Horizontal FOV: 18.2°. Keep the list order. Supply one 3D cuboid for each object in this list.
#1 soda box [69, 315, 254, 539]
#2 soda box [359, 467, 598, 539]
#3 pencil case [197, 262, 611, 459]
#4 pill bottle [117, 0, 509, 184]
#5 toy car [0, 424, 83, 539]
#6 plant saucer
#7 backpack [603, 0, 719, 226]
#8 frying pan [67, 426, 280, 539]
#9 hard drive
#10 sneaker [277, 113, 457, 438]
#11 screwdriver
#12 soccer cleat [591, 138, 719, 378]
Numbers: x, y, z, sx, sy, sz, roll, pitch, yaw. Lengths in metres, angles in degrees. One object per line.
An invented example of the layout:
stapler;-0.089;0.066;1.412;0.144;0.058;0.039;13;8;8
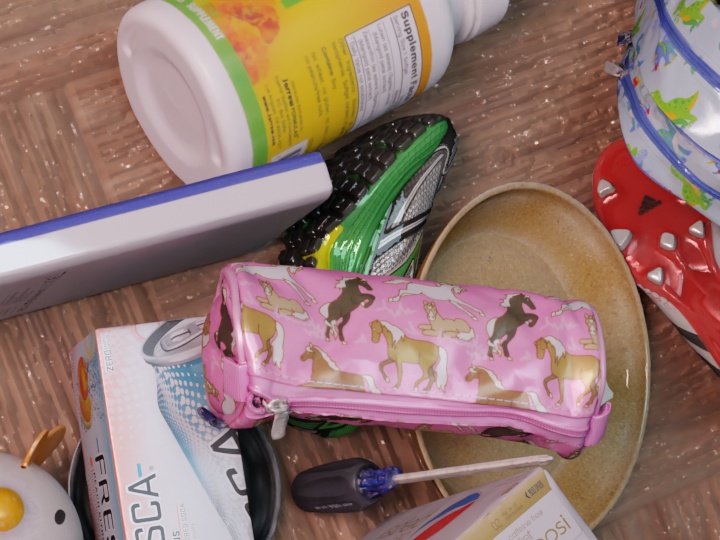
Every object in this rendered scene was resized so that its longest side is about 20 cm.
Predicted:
soda box;-0.094;0.127;1.117;0.068;0.064;0.200;-6;82;-21
soda box;0.045;0.154;1.120;0.068;0.200;0.064;-38;93;-25
pencil case;0.023;0.045;1.095;0.200;0.083;0.087;5;77;-17
pill bottle;-0.021;-0.130;1.210;0.200;0.111;0.111;-30;90;-25
toy car;-0.185;0.145;1.060;0.184;0.177;0.200;23;57;-3
plant saucer;0.083;0.053;1.221;0.200;0.035;0.201;5;83;-45
backpack;0.218;-0.106;1.260;0.163;0.200;0.154;38;97;-9
frying pan;-0.067;0.134;1.173;0.190;0.031;0.115;33;70;-15
hard drive;-0.127;-0.010;1.128;0.200;0.132;0.025;-16;83;-24
sneaker;0.000;0.000;1.218;0.085;0.078;0.200;39;69;-25
screwdriver;0.027;0.100;1.129;0.028;0.200;0.029;-36;99;-37
soccer cleat;0.200;0.010;1.295;0.069;0.085;0.200;-37;69;1
